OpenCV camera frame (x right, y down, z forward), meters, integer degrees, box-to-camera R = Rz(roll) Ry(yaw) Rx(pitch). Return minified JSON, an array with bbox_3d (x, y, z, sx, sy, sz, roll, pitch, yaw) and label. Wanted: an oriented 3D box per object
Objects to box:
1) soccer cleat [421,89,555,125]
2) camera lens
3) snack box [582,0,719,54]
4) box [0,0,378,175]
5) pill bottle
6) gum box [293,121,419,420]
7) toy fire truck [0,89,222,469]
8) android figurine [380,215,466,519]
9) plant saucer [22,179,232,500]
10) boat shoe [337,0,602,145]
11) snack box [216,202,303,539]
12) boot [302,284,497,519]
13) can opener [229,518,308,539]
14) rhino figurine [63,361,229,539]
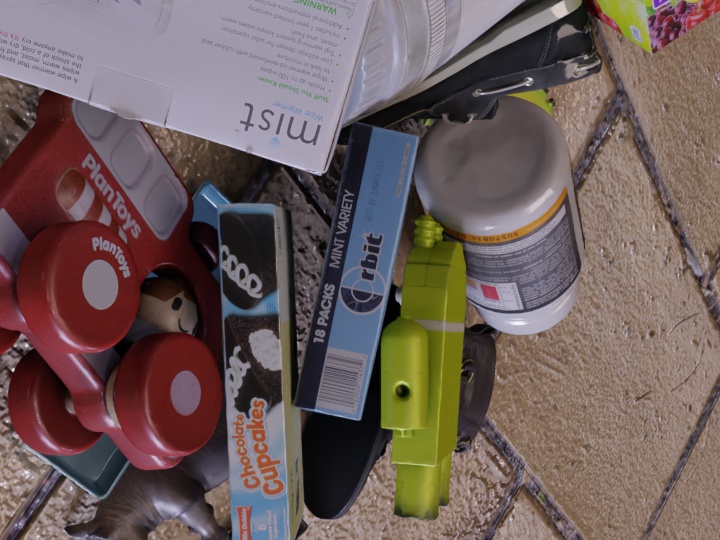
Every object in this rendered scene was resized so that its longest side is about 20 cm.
[{"bbox_3d":[0.084,-0.143,0.957,0.084,0.065,0.200,-48,149,17],"label":"soccer cleat"},{"bbox_3d":[0.015,-0.200,0.756,0.200,0.159,0.161,-40,131,-30],"label":"camera lens"},{"bbox_3d":[0.144,-0.263,0.780,0.067,0.169,0.201,-32,135,-10],"label":"snack box"},{"bbox_3d":[-0.084,-0.163,0.598,0.097,0.198,0.178,-83,-171,-74],"label":"box"},{"bbox_3d":[0.115,-0.035,0.957,0.117,0.116,0.200,-57,153,-18],"label":"pill bottle"},{"bbox_3d":[0.000,0.000,0.812,0.200,0.044,0.172,-4,106,-90],"label":"gum box"},{"bbox_3d":[-0.137,0.006,0.695,0.201,0.111,0.169,57,43,-34],"label":"toy fire truck"},{"bbox_3d":[0.046,0.064,0.846,0.182,0.041,0.202,6,86,-79],"label":"android figurine"},{"bbox_3d":[-0.132,0.041,0.775,0.070,0.019,0.201,44,67,-32],"label":"plant saucer"},{"bbox_3d":[0.066,-0.125,0.839,0.072,0.198,0.068,-91,156,-59],"label":"boat shoe"},{"bbox_3d":[-0.059,0.062,0.743,0.116,0.037,0.202,-24,111,-88],"label":"snack box"},{"bbox_3d":[0.044,0.117,0.983,0.174,0.069,0.202,33,76,-49],"label":"boot"},{"bbox_3d":[-0.106,0.249,0.871,0.199,0.079,0.064,-34,166,-34],"label":"can opener"},{"bbox_3d":[-0.119,0.141,0.802,0.200,0.060,0.088,-46,118,-28],"label":"rhino figurine"}]
